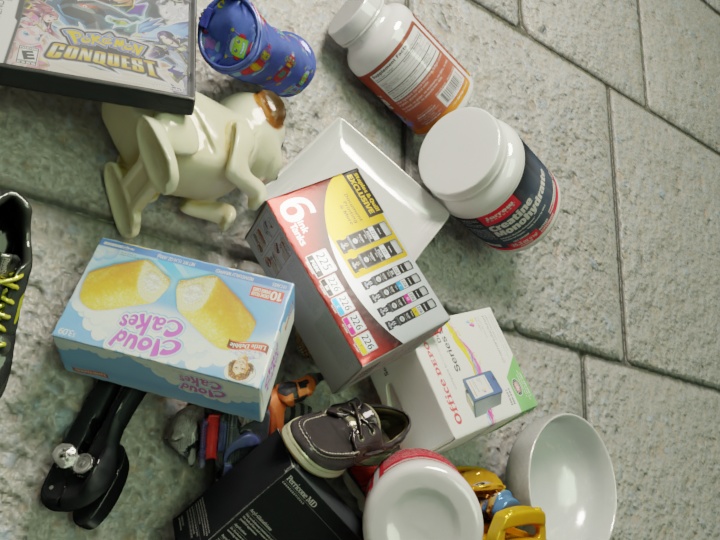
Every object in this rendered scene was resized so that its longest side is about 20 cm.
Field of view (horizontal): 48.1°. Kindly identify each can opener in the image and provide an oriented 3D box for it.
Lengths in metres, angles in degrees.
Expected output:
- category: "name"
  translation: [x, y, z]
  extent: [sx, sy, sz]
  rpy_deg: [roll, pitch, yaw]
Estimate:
- category: "can opener"
  translation: [-0.241, 0.137, 0.769]
  extent: [0.062, 0.079, 0.203]
  rpy_deg: [12, 60, 5]

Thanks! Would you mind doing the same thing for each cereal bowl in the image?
- category: "cereal bowl"
  translation: [0.270, 0.304, 1.134]
  extent: [0.197, 0.083, 0.205]
  rpy_deg: [13, 70, -38]

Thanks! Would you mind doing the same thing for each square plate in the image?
- category: "square plate"
  translation: [-0.005, -0.077, 1.006]
  extent: [0.199, 0.028, 0.199]
  rpy_deg: [41, 48, -1]

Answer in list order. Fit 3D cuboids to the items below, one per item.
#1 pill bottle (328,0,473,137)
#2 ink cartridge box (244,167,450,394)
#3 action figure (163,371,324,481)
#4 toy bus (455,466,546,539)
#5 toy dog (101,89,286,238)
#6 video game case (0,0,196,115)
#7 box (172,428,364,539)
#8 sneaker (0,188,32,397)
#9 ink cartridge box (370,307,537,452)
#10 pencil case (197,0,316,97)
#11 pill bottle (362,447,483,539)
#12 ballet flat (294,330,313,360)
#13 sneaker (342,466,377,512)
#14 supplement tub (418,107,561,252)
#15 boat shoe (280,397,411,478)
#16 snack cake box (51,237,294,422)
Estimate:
- category: "pill bottle"
  translation: [0.054, -0.286, 1.098]
  extent: [0.199, 0.111, 0.114]
  rpy_deg: [39, 55, -25]
- category: "ink cartridge box"
  translation: [0.000, 0.000, 0.887]
  extent: [0.174, 0.084, 0.202]
  rpy_deg: [-24, 76, -35]
- category: "action figure"
  translation: [-0.117, 0.184, 0.855]
  extent: [0.190, 0.104, 0.204]
  rpy_deg: [8, 102, -33]
- category: "toy bus"
  translation: [0.166, 0.335, 0.965]
  extent: [0.134, 0.191, 0.205]
  rpy_deg: [8, 71, -36]
- category: "toy dog"
  translation: [-0.169, -0.134, 0.867]
  extent: [0.198, 0.140, 0.196]
  rpy_deg: [-11, 65, -43]
- category: "video game case"
  translation: [-0.259, -0.235, 0.787]
  extent: [0.196, 0.026, 0.183]
  rpy_deg: [6, 50, -18]
- category: "box"
  translation: [-0.068, 0.282, 0.799]
  extent: [0.140, 0.079, 0.201]
  rpy_deg: [-38, 114, -1]
- category: "sneaker"
  translation: [-0.329, 0.020, 0.700]
  extent: [0.073, 0.084, 0.205]
  rpy_deg: [9, 72, -37]
- category: "ink cartridge box"
  translation: [0.115, 0.138, 1.008]
  extent: [0.198, 0.087, 0.147]
  rpy_deg: [-6, 65, -48]
- category: "pencil case"
  translation: [-0.116, -0.249, 0.907]
  extent: [0.086, 0.079, 0.200]
  rpy_deg: [39, 11, 10]
- category: "pill bottle"
  translation: [0.058, 0.239, 0.809]
  extent: [0.110, 0.200, 0.115]
  rpy_deg: [0, 83, 1]
- category: "ballet flat"
  translation: [-0.003, 0.035, 0.988]
  extent: [0.200, 0.065, 0.071]
  rpy_deg: [-46, 112, -38]
- category: "sneaker"
  translation: [0.036, 0.248, 0.944]
  extent: [0.077, 0.084, 0.204]
  rpy_deg: [-28, 98, -51]
- category: "supplement tub"
  translation: [0.180, -0.121, 1.113]
  extent: [0.199, 0.138, 0.143]
  rpy_deg: [30, 58, -49]
- category: "boat shoe"
  translation: [-0.008, 0.163, 0.821]
  extent: [0.072, 0.065, 0.199]
  rpy_deg: [53, 16, 26]
- category: "snack cake box"
  translation: [-0.170, 0.054, 0.761]
  extent: [0.196, 0.068, 0.117]
  rpy_deg: [13, 54, 4]
